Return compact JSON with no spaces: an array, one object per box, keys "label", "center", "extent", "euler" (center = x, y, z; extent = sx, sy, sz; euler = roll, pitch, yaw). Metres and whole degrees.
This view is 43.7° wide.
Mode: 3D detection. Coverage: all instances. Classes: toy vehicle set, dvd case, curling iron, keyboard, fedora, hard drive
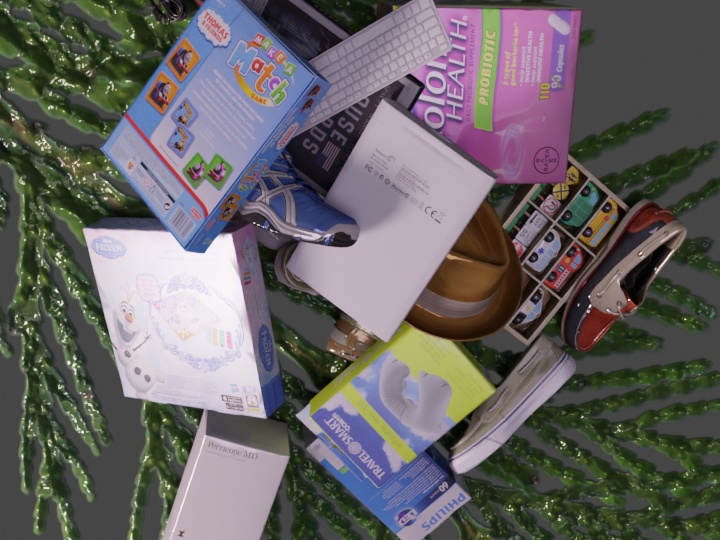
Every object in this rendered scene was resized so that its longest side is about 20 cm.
[{"label":"toy vehicle set","center":[0.210,-0.027,1.043],"extent":[0.123,0.027,0.201],"euler":[34,101,-18]},{"label":"dvd case","center":[-0.054,-0.177,0.893],"extent":[0.199,0.025,0.151],"euler":[37,115,8]},{"label":"curling iron","center":[-0.127,-0.232,0.876],"extent":[0.198,0.026,0.050],"euler":[31,102,12]},{"label":"keyboard","center":[-0.008,-0.190,0.852],"extent":[0.198,0.011,0.057],"euler":[-24,96,25]},{"label":"fedora","center":[0.095,-0.027,0.942],"extent":[0.197,0.204,0.082],"euler":[12,151,-13]},{"label":"hard drive","center":[0.027,-0.046,0.876],"extent":[0.131,0.027,0.201],"euler":[35,114,6]}]

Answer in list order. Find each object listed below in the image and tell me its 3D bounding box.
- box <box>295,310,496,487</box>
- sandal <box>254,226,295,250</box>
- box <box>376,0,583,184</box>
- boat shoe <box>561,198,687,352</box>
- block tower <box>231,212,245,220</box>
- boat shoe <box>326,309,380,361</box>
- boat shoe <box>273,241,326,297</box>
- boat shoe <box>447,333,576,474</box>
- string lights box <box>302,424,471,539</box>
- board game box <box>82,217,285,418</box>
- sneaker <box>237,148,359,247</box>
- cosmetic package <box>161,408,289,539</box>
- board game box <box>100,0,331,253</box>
[{"label":"box","center":[0.036,0.146,0.995],"extent":[0.199,0.048,0.122],"euler":[-42,103,10]},{"label":"sandal","center":[-0.065,-0.118,0.960],"extent":[0.082,0.050,0.204],"euler":[30,115,-2]},{"label":"box","center":[0.116,-0.187,0.936],"extent":[0.196,0.097,0.179],"euler":[-1,109,-8]},{"label":"boat shoe","center":[0.303,0.017,1.040],"extent":[0.070,0.063,0.202],"euler":[10,117,-40]},{"label":"block tower","center":[-0.148,-0.055,0.963],"extent":[0.057,0.054,0.204],"euler":[-3,110,-8]},{"label":"boat shoe","center":[0.051,0.114,1.042],"extent":[0.198,0.072,0.077],"euler":[30,90,-7]},{"label":"boat shoe","center":[0.000,0.000,0.996],"extent":[0.197,0.068,0.076],"euler":[12,86,-21]},{"label":"boat shoe","center":[0.173,0.161,1.090],"extent":[0.062,0.072,0.200],"euler":[45,94,5]},{"label":"string lights box","center":[0.032,0.233,1.088],"extent":[0.102,0.059,0.200],"euler":[-40,110,7]},{"label":"board game box","center":[-0.185,0.046,0.943],"extent":[0.197,0.043,0.203],"euler":[4,114,28]},{"label":"sneaker","center":[-0.085,-0.082,0.863],"extent":[0.198,0.076,0.078],"euler":[27,95,15]},{"label":"cosmetic package","center":[-0.162,0.270,1.057],"extent":[0.106,0.085,0.203],"euler":[15,107,-12]},{"label":"board game box","center":[-0.139,-0.142,0.837],"extent":[0.151,0.036,0.201],"euler":[46,106,22]}]
